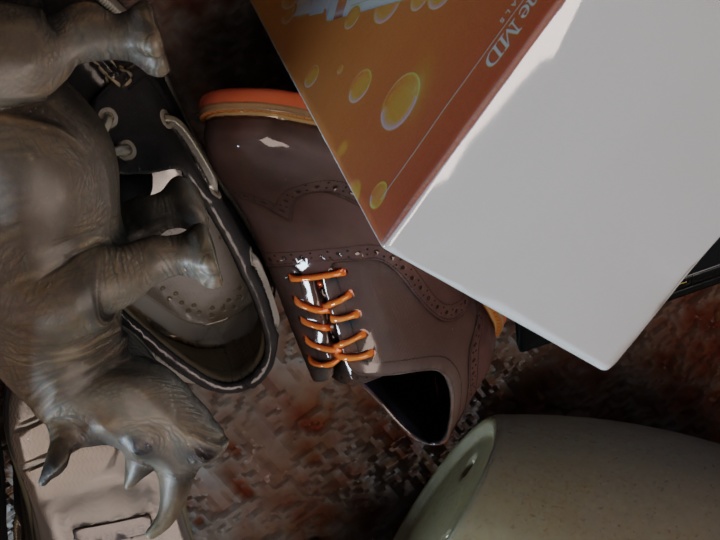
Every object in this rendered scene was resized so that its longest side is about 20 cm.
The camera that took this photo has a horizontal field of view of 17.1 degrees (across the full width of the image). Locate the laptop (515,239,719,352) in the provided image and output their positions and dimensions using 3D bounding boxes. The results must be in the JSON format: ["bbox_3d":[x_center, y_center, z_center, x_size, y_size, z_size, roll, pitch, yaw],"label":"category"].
[{"bbox_3d":[0.156,-0.021,0.891,0.176,0.104,0.201,-18,144,-11],"label":"laptop"}]

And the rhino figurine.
[{"bbox_3d":[-0.092,-0.005,0.792,0.087,0.060,0.202,-13,104,-3],"label":"rhino figurine"}]

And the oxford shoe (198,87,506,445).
[{"bbox_3d":[0.000,0.000,0.875,0.071,0.073,0.200,-2,153,31],"label":"oxford shoe"}]

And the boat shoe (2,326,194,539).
[{"bbox_3d":[-0.092,0.108,0.885,0.074,0.073,0.202,-5,105,-10],"label":"boat shoe"}]

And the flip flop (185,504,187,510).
[{"bbox_3d":[-0.080,0.142,0.951,0.081,0.057,0.202,-21,112,-31],"label":"flip flop"}]

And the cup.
[{"bbox_3d":[0.087,0.141,0.986,0.143,0.200,0.201,32,109,-7],"label":"cup"}]

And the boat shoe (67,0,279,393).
[{"bbox_3d":[-0.090,-0.032,0.853,0.074,0.060,0.200,-29,129,4],"label":"boat shoe"}]

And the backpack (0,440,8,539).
[{"bbox_3d":[-0.184,0.085,0.848,0.153,0.164,0.201,-20,136,2],"label":"backpack"}]

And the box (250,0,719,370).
[{"bbox_3d":[0.051,-0.084,0.784,0.097,0.200,0.125,27,109,-30],"label":"box"}]
